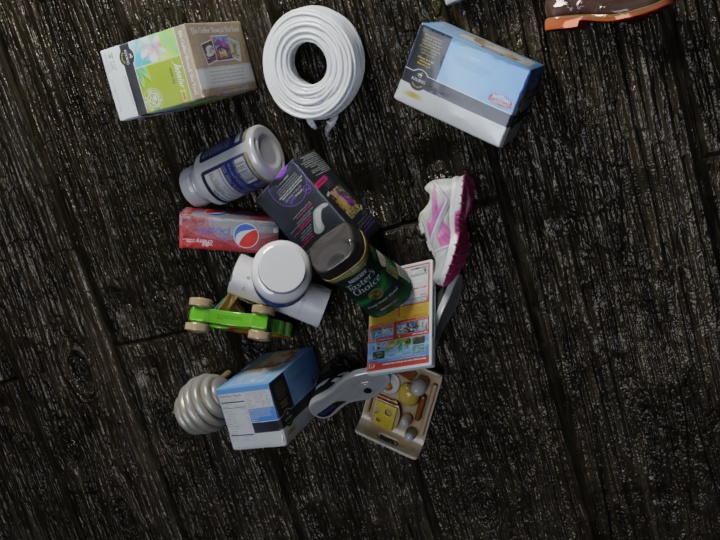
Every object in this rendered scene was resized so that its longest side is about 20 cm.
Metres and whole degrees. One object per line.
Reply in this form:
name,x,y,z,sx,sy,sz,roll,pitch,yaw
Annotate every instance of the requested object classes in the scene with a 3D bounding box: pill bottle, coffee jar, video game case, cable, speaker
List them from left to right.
pill bottle,-0.254,-0.196,1.634,0.198,0.111,0.113,-20,98,27
speaker,-0.158,0.040,1.654,0.197,0.081,0.082,21,114,-3
pill bottle,-0.143,0.006,1.518,0.110,0.200,0.114,1,83,-6
cable,-0.089,-0.377,1.530,0.200,0.069,0.200,44,118,5
coffee jar,0.000,0.000,1.506,0.104,0.086,0.200,-32,136,19
video game case,0.076,0.088,1.559,0.141,0.017,0.203,-13,64,33

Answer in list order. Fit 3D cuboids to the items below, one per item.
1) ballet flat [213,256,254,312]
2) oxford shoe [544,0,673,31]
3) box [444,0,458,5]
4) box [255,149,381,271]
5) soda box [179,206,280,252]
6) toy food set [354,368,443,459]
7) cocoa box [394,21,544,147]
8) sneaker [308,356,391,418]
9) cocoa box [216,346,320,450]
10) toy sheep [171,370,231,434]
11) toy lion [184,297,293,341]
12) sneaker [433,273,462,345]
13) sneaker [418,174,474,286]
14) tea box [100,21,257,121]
ballet flat,-0.255,0.060,1.740,0.063,0.069,0.201,39,117,2
oxford shoe,0.385,-0.423,1.313,0.197,0.071,0.074,-1,101,24
box,0.203,-0.548,1.363,0.197,0.048,0.161,-18,98,27
box,-0.079,-0.108,1.588,0.122,0.106,0.201,-41,88,29
soda box,-0.256,-0.079,1.659,0.196,0.064,0.071,4,110,-2
toy food set,0.072,0.262,1.665,0.142,0.060,0.203,20,113,16
cocoa box,0.182,-0.313,1.389,0.198,0.133,0.133,27,114,13
sneaker,-0.021,0.204,1.656,0.198,0.113,0.073,-30,121,29
cocoa box,-0.173,0.253,1.689,0.131,0.200,0.133,-10,102,26
toy sheep,-0.325,0.282,1.801,0.199,0.138,0.139,-38,89,28
toy lion,-0.235,0.106,1.673,0.196,0.192,0.070,7,81,1
sneaker,0.117,0.078,1.585,0.098,0.070,0.202,32,109,24
sneaker,0.149,-0.074,1.517,0.087,0.081,0.204,9,94,26
tea box,-0.332,-0.373,1.562,0.194,0.200,0.136,-10,102,26
